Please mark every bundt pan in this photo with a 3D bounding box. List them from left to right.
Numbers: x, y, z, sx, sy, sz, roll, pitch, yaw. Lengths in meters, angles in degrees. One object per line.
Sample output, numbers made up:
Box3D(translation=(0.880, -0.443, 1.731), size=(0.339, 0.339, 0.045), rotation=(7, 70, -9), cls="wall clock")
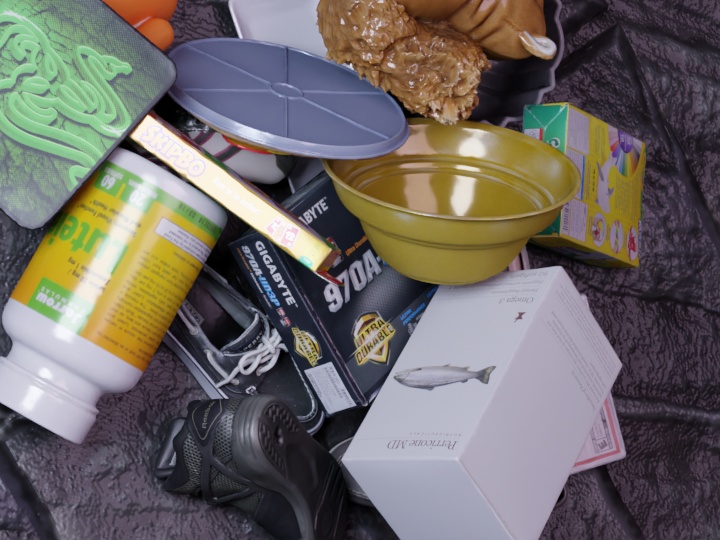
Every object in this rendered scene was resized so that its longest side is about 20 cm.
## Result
Box3D(translation=(0.073, -0.208, 1.842), size=(0.201, 0.076, 0.203), rotation=(8, 76, -34), cls="bundt pan")

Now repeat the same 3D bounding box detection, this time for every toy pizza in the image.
Box3D(translation=(-0.061, -0.125, 1.663), size=(0.200, 0.200, 0.032), rotation=(-3, 121, -36), cls="toy pizza")

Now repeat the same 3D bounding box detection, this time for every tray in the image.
Box3D(translation=(-0.040, -0.137, 1.782), size=(0.107, 0.022, 0.201), rotation=(-20, 93, -37), cls="tray")

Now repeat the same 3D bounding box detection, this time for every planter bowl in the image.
Box3D(translation=(0.066, -0.044, 1.672), size=(0.200, 0.200, 0.084), rotation=(-14, 121, -36), cls="planter bowl")

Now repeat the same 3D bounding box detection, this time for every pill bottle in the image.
Box3D(translation=(-0.190, 0.019, 1.571), size=(0.111, 0.111, 0.200), rotation=(32, 83, -26), cls="pill bottle")

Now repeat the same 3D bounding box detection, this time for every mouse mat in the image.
Box3D(translation=(-0.250, -0.146, 1.522), size=(0.200, 0.008, 0.161), rotation=(40, 80, 3), cls="mouse mat")

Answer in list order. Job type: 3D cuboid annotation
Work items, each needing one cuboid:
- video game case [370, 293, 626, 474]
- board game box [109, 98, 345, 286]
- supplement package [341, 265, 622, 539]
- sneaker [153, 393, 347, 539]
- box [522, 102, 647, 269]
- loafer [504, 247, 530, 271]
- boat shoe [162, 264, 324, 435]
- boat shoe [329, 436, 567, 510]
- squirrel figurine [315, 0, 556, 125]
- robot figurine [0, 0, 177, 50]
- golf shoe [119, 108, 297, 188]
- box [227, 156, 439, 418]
Box3D(translation=(0.110, 0.113, 1.789), size=(0.199, 0.017, 0.144), rotation=(-16, 95, -13), cls="video game case")
Box3D(translation=(-0.089, -0.054, 1.568), size=(0.200, 0.096, 0.030), rotation=(39, 92, 3), cls="board game box")
Box3D(translation=(0.096, 0.108, 1.663), size=(0.117, 0.117, 0.200), rotation=(56, 48, -31), cls="supplement package")
Box3D(translation=(-0.083, 0.160, 1.670), size=(0.200, 0.114, 0.076), rotation=(55, 46, -48), cls="sneaker")
Box3D(translation=(0.198, -0.069, 1.881), size=(0.200, 0.048, 0.118), rotation=(17, 76, -58), cls="box")
Box3D(translation=(0.105, 0.043, 1.824), size=(0.063, 0.072, 0.201), rotation=(-3, 85, -29), cls="loafer")
Box3D(translation=(-0.091, 0.057, 1.679), size=(0.199, 0.068, 0.074), rotation=(50, 58, -17), cls="boat shoe")
Box3D(translation=(0.071, 0.165, 1.742), size=(0.199, 0.057, 0.067), rotation=(6, 90, -13), cls="boat shoe")
Box3D(translation=(0.064, -0.206, 1.723), size=(0.187, 0.141, 0.201), rotation=(37, 65, -37), cls="squirrel figurine")
Box3D(translation=(-0.217, -0.209, 1.615), size=(0.200, 0.116, 0.144), rotation=(-35, 106, -35), cls="robot figurine")
Box3D(translation=(-0.147, -0.085, 1.676), size=(0.199, 0.077, 0.088), rotation=(13, 89, -27), cls="golf shoe")
Box3D(translation=(0.000, 0.000, 1.715), size=(0.200, 0.046, 0.159), rotation=(-40, 104, -49), cls="box")
